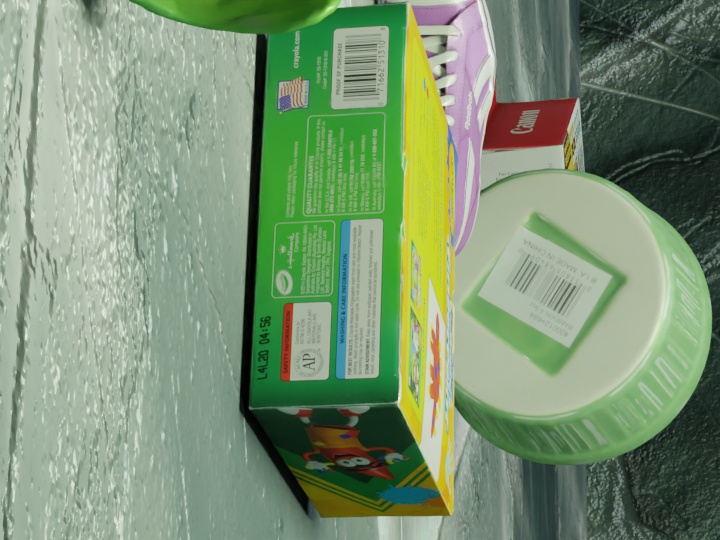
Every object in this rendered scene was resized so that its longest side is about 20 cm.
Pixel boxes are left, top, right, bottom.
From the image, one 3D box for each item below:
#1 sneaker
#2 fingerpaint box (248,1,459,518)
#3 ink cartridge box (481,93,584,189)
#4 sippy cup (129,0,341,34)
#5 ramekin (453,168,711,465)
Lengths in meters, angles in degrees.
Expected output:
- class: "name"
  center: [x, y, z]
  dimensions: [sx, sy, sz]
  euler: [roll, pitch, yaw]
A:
- class: "sneaker"
  center: [0.043, -0.098, 1.385]
  dimensions: [0.114, 0.072, 0.201]
  euler: [-35, 122, -75]
- class: "fingerpaint box"
  center: [0.000, 0.000, 1.080]
  dimensions: [0.167, 0.073, 0.200]
  euler: [64, 25, -65]
- class: "ink cartridge box"
  center: [0.150, -0.090, 1.991]
  dimensions: [0.200, 0.084, 0.176]
  euler: [-62, 148, -71]
- class: "sippy cup"
  center: [-0.039, -0.170, 0.716]
  dimensions: [0.178, 0.130, 0.140]
  euler: [67, 23, -66]
- class: "ramekin"
  center: [0.135, 0.027, 1.544]
  dimensions: [0.098, 0.199, 0.201]
  euler: [42, 45, -66]
